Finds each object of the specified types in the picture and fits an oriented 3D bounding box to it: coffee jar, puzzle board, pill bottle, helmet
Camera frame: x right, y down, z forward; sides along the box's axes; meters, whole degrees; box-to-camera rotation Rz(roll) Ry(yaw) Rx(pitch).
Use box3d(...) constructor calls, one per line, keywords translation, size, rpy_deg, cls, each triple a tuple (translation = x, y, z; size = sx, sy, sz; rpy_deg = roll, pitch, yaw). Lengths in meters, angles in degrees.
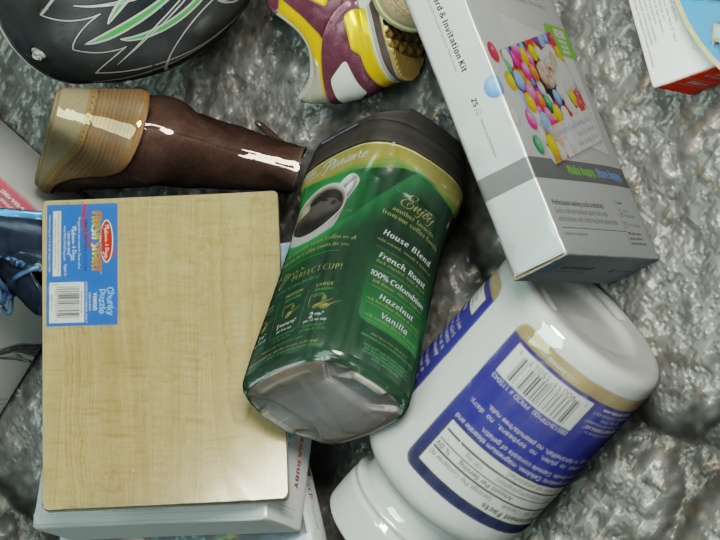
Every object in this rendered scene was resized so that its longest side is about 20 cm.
box3d(translation=(0.000, 0.000, 1.577), size=(0.104, 0.085, 0.201), rpy_deg=(-25, 40, 47), cls="coffee jar")
box3d(translation=(-0.122, 0.049, 1.598), size=(0.150, 0.017, 0.201), rpy_deg=(-3, 71, 0), cls="puzzle board")
box3d(translation=(0.076, 0.097, 1.568), size=(0.120, 0.120, 0.200), rpy_deg=(49, 111, 20), cls="pill bottle")
box3d(translation=(-0.150, -0.218, 1.634), size=(0.200, 0.199, 0.191), rpy_deg=(-56, 36, 17), cls="helmet")

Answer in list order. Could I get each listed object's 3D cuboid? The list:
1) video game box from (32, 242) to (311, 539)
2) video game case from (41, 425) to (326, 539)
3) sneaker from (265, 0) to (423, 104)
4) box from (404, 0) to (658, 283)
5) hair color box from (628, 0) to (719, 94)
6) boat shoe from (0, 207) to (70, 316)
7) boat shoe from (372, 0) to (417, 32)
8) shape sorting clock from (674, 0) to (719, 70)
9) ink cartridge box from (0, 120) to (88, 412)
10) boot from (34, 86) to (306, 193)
box3d(translation=(-0.116, 0.081, 1.672), size=(0.199, 0.047, 0.183), rpy_deg=(-6, 71, 36), cls="video game box")
box3d(translation=(-0.121, 0.140, 1.696), size=(0.199, 0.023, 0.183), rpy_deg=(-30, 57, 25), cls="video game case")
box3d(translation=(-0.027, -0.206, 1.648), size=(0.090, 0.075, 0.201), rpy_deg=(-16, 82, 22), cls="sneaker")
box3d(translation=(0.100, -0.091, 1.534), size=(0.041, 0.156, 0.201), rpy_deg=(-27, 77, 23), cls="box")
box3d(translation=(0.255, -0.187, 1.502), size=(0.199, 0.064, 0.111), rpy_deg=(-19, 81, 29), cls="hair color box")
box3d(translation=(-0.204, -0.003, 1.656), size=(0.199, 0.084, 0.069), rpy_deg=(7, 88, 15), cls="boat shoe")
box3d(translation=(0.066, -0.240, 1.579), size=(0.072, 0.065, 0.201), rpy_deg=(27, 92, -15), cls="boat shoe")
box3d(translation=(0.261, -0.191, 1.441), size=(0.199, 0.039, 0.201), rpy_deg=(0, 91, 28), cls="shape sorting clock")
box3d(translation=(-0.286, 0.006, 1.785), size=(0.146, 0.085, 0.200), rpy_deg=(40, 109, 22), cls="ink cartridge box")
box3d(translation=(-0.126, -0.070, 1.689), size=(0.165, 0.200, 0.073), rpy_deg=(15, 83, -7), cls="boot")
